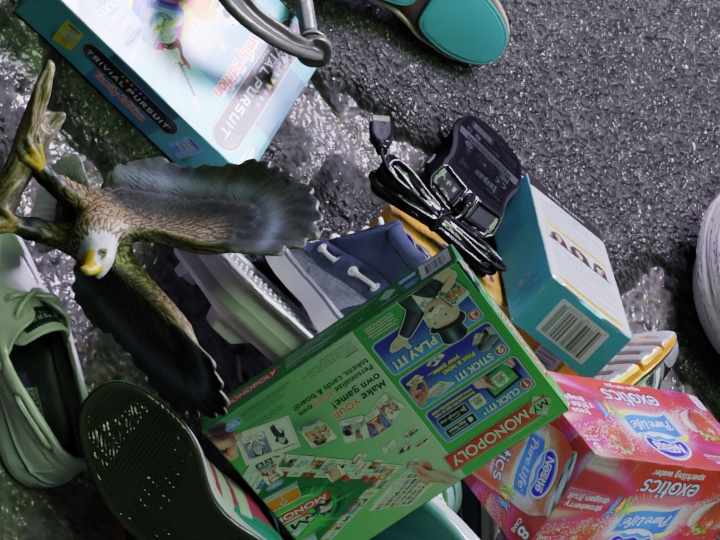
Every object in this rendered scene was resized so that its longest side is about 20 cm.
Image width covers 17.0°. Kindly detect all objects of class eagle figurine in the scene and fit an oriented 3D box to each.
[{"bbox_3d":[-0.142,-0.013,1.521,0.200,0.152,0.151,25,50,-5],"label":"eagle figurine"}]

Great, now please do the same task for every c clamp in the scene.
[{"bbox_3d":[-0.058,-0.218,1.785,0.171,0.027,0.200,38,28,-29],"label":"c clamp"}]

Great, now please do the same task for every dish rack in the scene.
[{"bbox_3d":[-0.060,0.040,1.651,0.172,0.200,0.044,42,92,-21],"label":"dish rack"}]

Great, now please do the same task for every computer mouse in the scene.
[{"bbox_3d":[0.056,-0.074,1.848,0.140,0.046,0.200,40,28,-14],"label":"computer mouse"}]

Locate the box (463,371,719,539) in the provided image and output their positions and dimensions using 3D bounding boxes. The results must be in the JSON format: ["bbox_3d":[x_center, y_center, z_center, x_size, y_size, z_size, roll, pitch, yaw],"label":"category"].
[{"bbox_3d":[0.183,0.147,1.745,0.200,0.100,0.096,11,31,-44],"label":"box"}]

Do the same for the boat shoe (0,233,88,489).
[{"bbox_3d":[-0.216,0.040,1.574,0.073,0.065,0.200,-18,85,-43],"label":"boat shoe"}]

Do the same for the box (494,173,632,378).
[{"bbox_3d":[0.150,0.002,1.842,0.082,0.049,0.200,38,18,-16],"label":"box"}]

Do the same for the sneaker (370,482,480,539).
[{"bbox_3d":[0.048,0.171,1.676,0.130,0.200,0.080,-2,115,-47],"label":"sneaker"}]

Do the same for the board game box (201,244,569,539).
[{"bbox_3d":[0.016,0.091,1.562,0.135,0.200,0.029,52,10,-24],"label":"board game box"}]

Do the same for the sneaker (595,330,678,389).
[{"bbox_3d":[0.195,0.116,1.896,0.200,0.078,0.077,-45,116,-39],"label":"sneaker"}]

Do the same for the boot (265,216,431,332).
[{"bbox_3d":[0.000,0.000,1.686,0.090,0.200,0.073,-46,118,3],"label":"boot"}]

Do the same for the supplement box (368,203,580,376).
[{"bbox_3d":[0.083,0.032,1.822,0.200,0.069,0.067,35,18,-26],"label":"supplement box"}]

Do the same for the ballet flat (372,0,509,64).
[{"bbox_3d":[0.044,-0.229,1.908,0.200,0.069,0.070,30,54,-44],"label":"ballet flat"}]

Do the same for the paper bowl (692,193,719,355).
[{"bbox_3d":[0.363,0.016,2.053,0.200,0.104,0.201,18,61,-34],"label":"paper bowl"}]

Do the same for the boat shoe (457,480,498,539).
[{"bbox_3d":[0.069,0.109,1.774,0.075,0.062,0.201,-68,152,-67],"label":"boat shoe"}]

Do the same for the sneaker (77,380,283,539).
[{"bbox_3d":[-0.114,0.146,1.581,0.084,0.121,0.200,-38,102,-3],"label":"sneaker"}]

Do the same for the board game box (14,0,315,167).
[{"bbox_3d":[-0.133,-0.175,1.750,0.200,0.047,0.151,44,50,-18],"label":"board game box"}]
